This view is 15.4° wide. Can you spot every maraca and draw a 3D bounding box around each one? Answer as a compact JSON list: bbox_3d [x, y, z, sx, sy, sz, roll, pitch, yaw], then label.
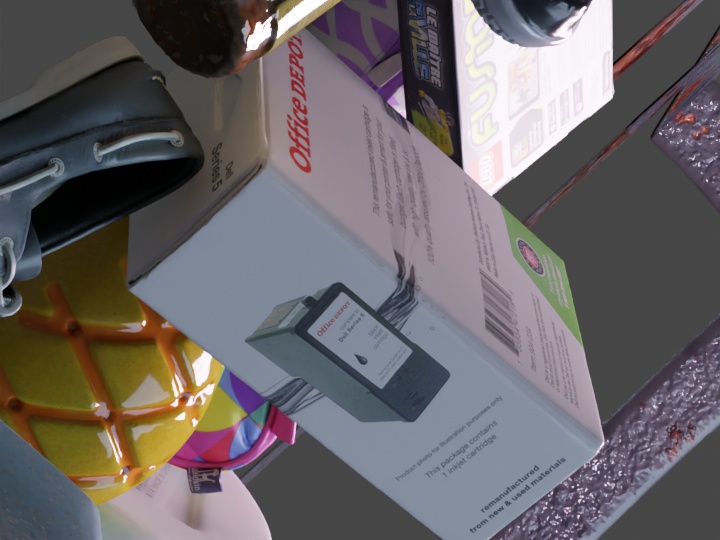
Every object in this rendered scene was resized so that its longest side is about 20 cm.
[{"bbox_3d":[-0.138,0.056,1.168,0.200,0.137,0.107,-52,-149,7],"label":"maraca"}]

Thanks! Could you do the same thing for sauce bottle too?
[{"bbox_3d":[0.001,-0.144,0.992,0.200,0.066,0.066,-37,171,-34],"label":"sauce bottle"}]

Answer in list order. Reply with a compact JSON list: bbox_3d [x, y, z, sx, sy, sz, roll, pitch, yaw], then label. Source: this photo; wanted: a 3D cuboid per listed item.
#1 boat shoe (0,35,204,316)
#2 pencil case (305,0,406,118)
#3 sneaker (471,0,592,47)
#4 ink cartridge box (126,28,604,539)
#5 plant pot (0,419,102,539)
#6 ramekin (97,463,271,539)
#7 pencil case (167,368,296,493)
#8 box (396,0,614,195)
[{"bbox_3d":[-0.136,-0.018,0.983,0.200,0.062,0.073,-38,171,-39],"label":"boat shoe"},{"bbox_3d":[-0.013,-0.069,1.268,0.200,0.084,0.086,-48,-159,30],"label":"pencil case"},{"bbox_3d":[0.093,-0.168,0.847,0.075,0.113,0.201,5,96,-48],"label":"sneaker"},{"bbox_3d":[0.000,0.000,1.116,0.084,0.200,0.146,-40,-153,20],"label":"ink cartridge box"},{"bbox_3d":[-0.211,0.136,1.021,0.196,0.196,0.200,-49,180,40],"label":"plant pot"},{"bbox_3d":[-0.138,0.125,1.311,0.098,0.200,0.200,-52,171,13],"label":"ramekin"},{"bbox_3d":[-0.069,0.036,1.365,0.088,0.088,0.200,-45,-166,15],"label":"pencil case"},{"bbox_3d":[0.064,-0.132,1.164,0.110,0.035,0.201,-38,142,-30],"label":"box"}]
